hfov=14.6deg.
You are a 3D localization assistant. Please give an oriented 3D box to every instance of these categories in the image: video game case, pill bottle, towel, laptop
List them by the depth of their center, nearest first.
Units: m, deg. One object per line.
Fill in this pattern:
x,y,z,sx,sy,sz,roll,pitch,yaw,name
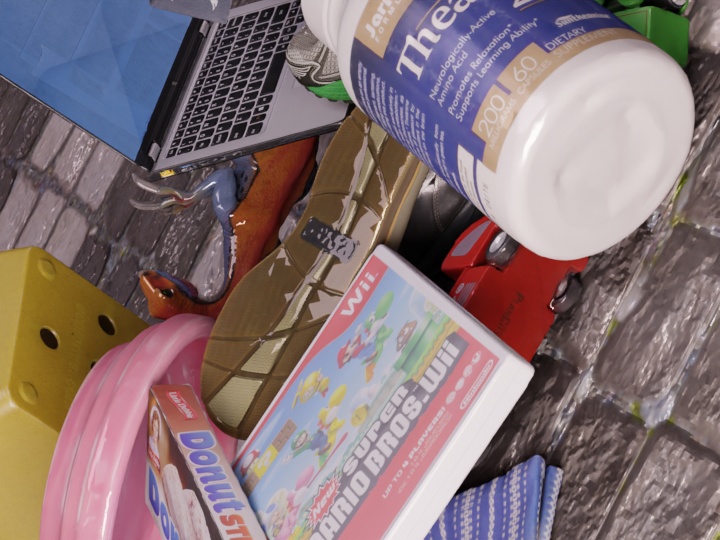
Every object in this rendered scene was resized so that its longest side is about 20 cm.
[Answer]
0.004,0.073,1.310,0.143,0.017,0.200,-56,22,3,video game case
0.021,0.174,1.335,0.200,0.024,0.146,-30,40,54,towel
0.058,-0.100,1.346,0.200,0.111,0.111,42,105,41,pill bottle
-0.102,-0.154,1.658,0.199,0.116,0.188,-14,31,20,laptop

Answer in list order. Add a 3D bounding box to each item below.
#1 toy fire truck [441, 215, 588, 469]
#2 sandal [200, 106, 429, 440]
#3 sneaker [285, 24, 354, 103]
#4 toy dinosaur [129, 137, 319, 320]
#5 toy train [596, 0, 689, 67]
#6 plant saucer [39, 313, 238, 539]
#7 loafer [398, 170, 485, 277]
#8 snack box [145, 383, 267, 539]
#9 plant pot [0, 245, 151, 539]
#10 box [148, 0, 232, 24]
0.023,0.062,1.388,0.201,0.049,0.141,-59,19,-16,toy fire truck
-0.011,0.003,1.445,0.080,0.054,0.201,35,97,44,sandal
0.017,-0.164,1.533,0.200,0.085,0.078,-39,31,45,sneaker
-0.071,-0.050,1.680,0.200,0.105,0.182,-48,26,34,toy dinosaur
0.089,-0.113,1.425,0.199,0.042,0.057,-8,75,49,toy train
-0.122,0.119,1.529,0.200,0.050,0.202,12,-90,-75,plant saucer
0.000,0.000,1.508,0.201,0.072,0.073,-56,24,20,loafer
-0.071,0.134,1.374,0.200,0.024,0.072,-123,32,-58,snack box
-0.218,0.104,1.742,0.176,0.200,0.201,-35,33,30,plant pot
-0.079,-0.253,1.641,0.200,0.051,0.159,-89,13,-63,box
